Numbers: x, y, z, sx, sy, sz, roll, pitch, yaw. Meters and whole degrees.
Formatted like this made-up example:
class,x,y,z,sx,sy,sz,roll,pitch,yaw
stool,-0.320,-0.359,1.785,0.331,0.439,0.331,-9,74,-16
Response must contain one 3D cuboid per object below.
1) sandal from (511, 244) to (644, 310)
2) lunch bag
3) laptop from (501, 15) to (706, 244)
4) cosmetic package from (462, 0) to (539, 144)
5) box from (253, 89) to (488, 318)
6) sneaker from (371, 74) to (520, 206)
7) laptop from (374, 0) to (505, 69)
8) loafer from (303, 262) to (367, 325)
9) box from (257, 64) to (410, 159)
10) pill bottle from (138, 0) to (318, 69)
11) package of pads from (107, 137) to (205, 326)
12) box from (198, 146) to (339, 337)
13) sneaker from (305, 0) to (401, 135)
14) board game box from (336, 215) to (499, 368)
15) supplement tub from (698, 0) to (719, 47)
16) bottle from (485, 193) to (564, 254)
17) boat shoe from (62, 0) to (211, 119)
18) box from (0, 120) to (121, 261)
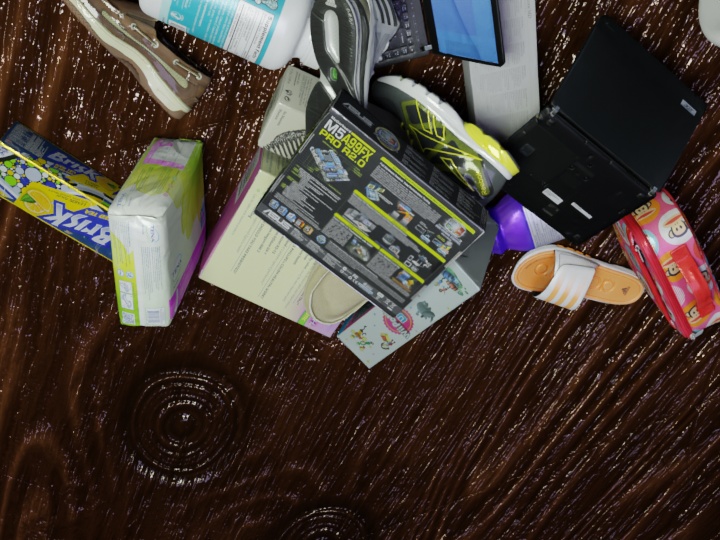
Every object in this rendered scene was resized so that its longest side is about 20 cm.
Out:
class,x,y,z,sx,sy,sz,roll,pitch,yaw
sandal,0.316,0.020,1.043,0.202,0.060,0.080,10,124,-10
lunch bag,0.398,-0.015,0.952,0.081,0.177,0.201,-30,120,13
laptop,0.270,-0.156,0.874,0.176,0.104,0.200,33,139,-16
cosmetic package,0.164,-0.231,0.866,0.081,0.051,0.203,-11,125,2
box,0.009,-0.062,0.777,0.199,0.045,0.160,36,125,-11
sneaker,0.082,-0.146,0.837,0.199,0.074,0.085,38,99,16
laptop,0.039,-0.293,0.787,0.196,0.104,0.180,-12,124,6
loafer,0.000,0.000,0.889,0.075,0.069,0.200,32,117,-22
box,-0.017,-0.158,0.887,0.197,0.069,0.082,21,142,-15
pill bottle,-0.123,-0.286,0.779,0.197,0.112,0.112,20,122,-17
package of pads,-0.233,-0.054,0.877,0.067,0.201,0.157,5,125,-1
box,-0.080,-0.040,0.959,0.197,0.097,0.177,26,119,-18
sneaker,0.003,-0.207,0.787,0.075,0.115,0.203,28,136,24
board game box,0.073,0.014,0.927,0.064,0.148,0.200,42,125,-9
supplement tub,0.485,-0.290,0.787,0.196,0.146,0.146,12,124,-10
bottle,0.222,-0.070,0.972,0.197,0.066,0.084,-20,120,11
boat shoe,-0.246,-0.268,0.817,0.074,0.075,0.203,-39,125,6
box,-0.363,-0.093,0.927,0.199,0.065,0.070,34,116,-23
